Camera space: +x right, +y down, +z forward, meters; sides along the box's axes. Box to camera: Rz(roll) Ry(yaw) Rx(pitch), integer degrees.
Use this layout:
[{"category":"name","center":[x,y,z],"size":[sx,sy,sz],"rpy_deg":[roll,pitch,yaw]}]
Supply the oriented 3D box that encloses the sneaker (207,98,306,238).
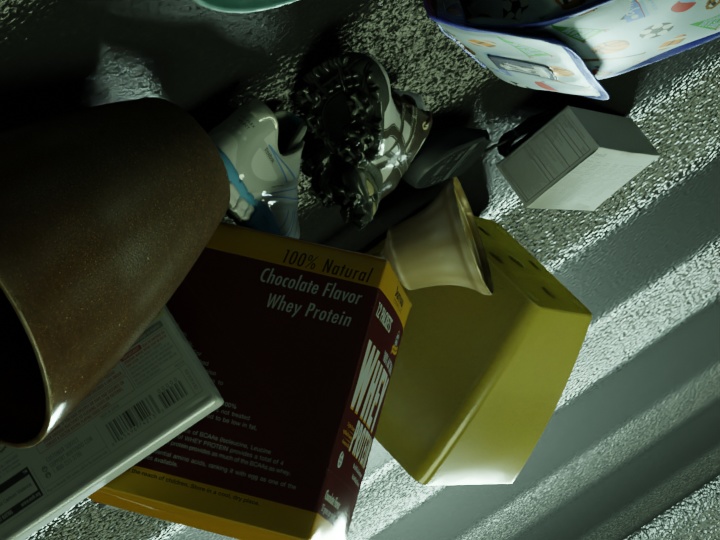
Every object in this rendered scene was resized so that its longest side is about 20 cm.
[{"category":"sneaker","center":[-0.065,-0.069,1.486],"size":[0.087,0.075,0.200],"rpy_deg":[-50,167,-4]}]

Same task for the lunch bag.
[{"category":"lunch bag","center":[0.158,-0.198,1.452],"size":[0.200,0.124,0.170],"rpy_deg":[-20,164,15]}]

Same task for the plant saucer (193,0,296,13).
[{"category":"plant saucer","center":[-0.028,-0.231,1.214],"size":[0.200,0.036,0.200],"rpy_deg":[-29,160,-11]}]

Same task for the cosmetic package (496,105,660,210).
[{"category":"cosmetic package","center":[0.191,-0.096,1.790],"size":[0.083,0.051,0.200],"rpy_deg":[-38,167,18]}]

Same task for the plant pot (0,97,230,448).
[{"category":"plant pot","center":[-0.182,-0.021,1.296],"size":[0.200,0.187,0.187],"rpy_deg":[-37,165,-33]}]

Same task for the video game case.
[{"category":"video game case","center":[-0.220,0.069,1.401],"size":[0.200,0.182,0.023],"rpy_deg":[-34,165,4]}]

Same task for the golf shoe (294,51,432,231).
[{"category":"golf shoe","center":[0.006,-0.115,1.502],"size":[0.094,0.078,0.200],"rpy_deg":[-44,166,-20]}]

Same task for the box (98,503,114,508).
[{"category":"box","center":[-0.136,0.148,1.826],"size":[0.161,0.049,0.200],"rpy_deg":[-41,162,12]}]

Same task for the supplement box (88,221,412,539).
[{"category":"supplement box","center":[-0.089,0.080,1.462],"size":[0.133,0.197,0.200],"rpy_deg":[59,45,-73]}]

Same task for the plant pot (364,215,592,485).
[{"category":"plant pot","center":[0.085,0.058,1.834],"size":[0.176,0.200,0.200],"rpy_deg":[-51,155,15]}]

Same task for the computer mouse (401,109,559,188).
[{"category":"computer mouse","center":[0.098,-0.109,1.696],"size":[0.200,0.034,0.059],"rpy_deg":[-20,158,-48]}]

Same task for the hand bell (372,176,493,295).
[{"category":"hand bell","center":[0.000,0.000,1.720],"size":[0.200,0.104,0.104],"rpy_deg":[-18,161,9]}]
